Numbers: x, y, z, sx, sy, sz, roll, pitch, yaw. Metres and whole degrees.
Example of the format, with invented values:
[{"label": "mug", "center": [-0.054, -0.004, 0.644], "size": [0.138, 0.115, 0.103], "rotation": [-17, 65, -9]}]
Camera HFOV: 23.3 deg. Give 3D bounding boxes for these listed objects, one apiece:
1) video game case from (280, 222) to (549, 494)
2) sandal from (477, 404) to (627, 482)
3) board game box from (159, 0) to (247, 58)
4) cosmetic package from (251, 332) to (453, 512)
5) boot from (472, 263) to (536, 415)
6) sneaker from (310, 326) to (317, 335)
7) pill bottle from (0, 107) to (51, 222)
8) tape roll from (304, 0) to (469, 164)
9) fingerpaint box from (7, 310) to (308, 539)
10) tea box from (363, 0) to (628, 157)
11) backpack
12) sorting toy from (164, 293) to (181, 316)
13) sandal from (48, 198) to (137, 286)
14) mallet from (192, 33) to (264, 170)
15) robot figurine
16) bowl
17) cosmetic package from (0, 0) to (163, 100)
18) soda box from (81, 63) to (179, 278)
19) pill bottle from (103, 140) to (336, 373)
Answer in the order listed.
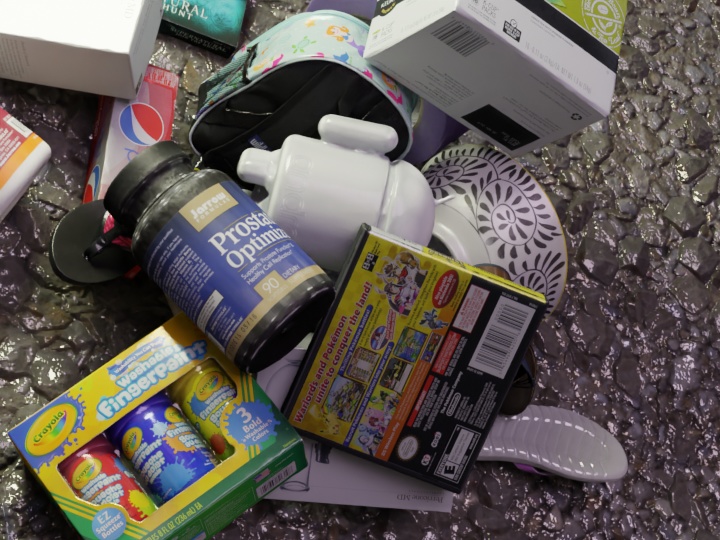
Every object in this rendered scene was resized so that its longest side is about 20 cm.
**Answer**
[{"label": "video game case", "center": [0.046, 0.080, 1.559], "size": [0.181, 0.026, 0.200], "rotation": [22, 103, -9]}, {"label": "sandal", "center": [0.171, 0.177, 1.773], "size": [0.203, 0.050, 0.082], "rotation": [13, 48, -8]}, {"label": "board game box", "center": [-0.210, -0.313, 1.793], "size": [0.200, 0.028, 0.135], "rotation": [19, 62, -20]}, {"label": "cosmetic package", "center": [-0.005, 0.140, 1.614], "size": [0.200, 0.052, 0.151], "rotation": [5, 107, -9]}, {"label": "boot", "center": [0.130, 0.096, 1.668], "size": [0.075, 0.200, 0.097], "rotation": [-11, 44, 9]}, {"label": "sneaker", "center": [-0.024, 0.062, 1.670], "size": [0.200, 0.074, 0.089], "rotation": [46, 48, -18]}, {"label": "pill bottle", "center": [-0.388, -0.126, 1.567], "size": [0.200, 0.113, 0.113], "rotation": [38, 57, -8]}, {"label": "tape roll", "center": [0.038, -0.214, 1.778], "size": [0.085, 0.200, 0.200], "rotation": [-37, 89, -34]}, {"label": "fingerpaint box", "center": [-0.175, 0.155, 1.515], "size": [0.200, 0.073, 0.167], "rotation": [-35, 67, -14]}, {"label": "tea box", "center": [0.134, -0.249, 1.640], "size": [0.200, 0.134, 0.197], "rotation": [30, 57, -30]}, {"label": "backpack", "center": [-0.043, -0.158, 1.683], "size": [0.178, 0.200, 0.151], "rotation": [38, 45, -25]}, {"label": "sorting toy", "center": [-0.094, 0.047, 1.698], "size": [0.200, 0.036, 0.185], "rotation": [-16, 77, -37]}, {"label": "sandal", "center": [-0.194, -0.045, 1.590], "size": [0.200, 0.045, 0.075], "rotation": [-22, 82, -33]}, {"label": "mallet", "center": [-0.131, -0.162, 1.767], "size": [0.066, 0.041, 0.200], "rotation": [45, 60, -5]}, {"label": "robot figurine", "center": [-0.019, -0.056, 1.593], "size": [0.200, 0.170, 0.113], "rotation": [13, 18, -3]}, {"label": "bowl", "center": [0.095, -0.016, 1.715], "size": [0.094, 0.201, 0.201], "rotation": [-26, 82, -41]}, {"label": "cosmetic package", "center": [-0.295, -0.239, 1.641], "size": [0.200, 0.081, 0.113], "rotation": [7, 62, 5]}, {"label": "soda box", "center": [-0.223, -0.099, 1.667], "size": [0.063, 0.070, 0.200], "rotation": [16, 64, -20]}, {"label": "pill bottle", "center": [-0.126, -0.015, 1.511], "size": [0.200, 0.112, 0.112], "rotation": [45, 55, 12]}]
